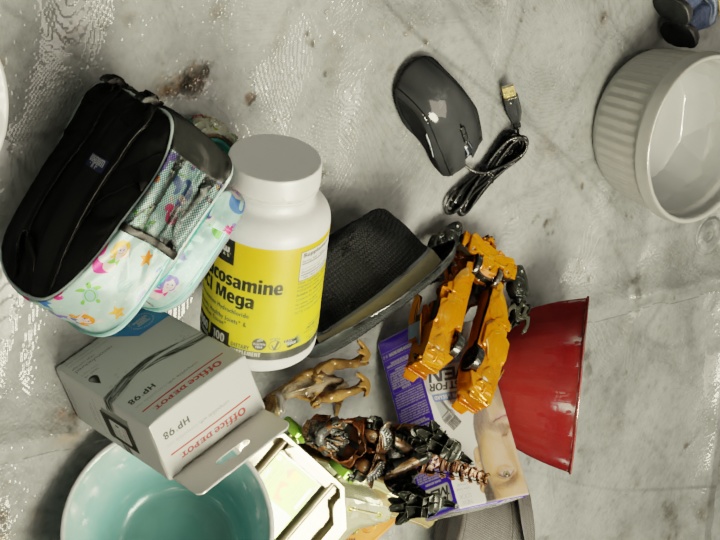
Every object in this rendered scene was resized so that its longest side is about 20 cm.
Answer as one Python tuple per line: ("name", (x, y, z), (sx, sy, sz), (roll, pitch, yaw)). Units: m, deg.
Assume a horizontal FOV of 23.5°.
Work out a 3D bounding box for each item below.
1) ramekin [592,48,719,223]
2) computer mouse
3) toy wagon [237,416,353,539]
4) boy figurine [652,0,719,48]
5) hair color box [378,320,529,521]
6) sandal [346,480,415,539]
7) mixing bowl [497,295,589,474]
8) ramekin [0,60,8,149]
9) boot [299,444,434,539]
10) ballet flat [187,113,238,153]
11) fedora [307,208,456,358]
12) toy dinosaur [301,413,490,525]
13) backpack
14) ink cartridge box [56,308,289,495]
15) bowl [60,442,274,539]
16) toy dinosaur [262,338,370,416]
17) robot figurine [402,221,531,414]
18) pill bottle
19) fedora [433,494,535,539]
("ramekin", (0.361, -0.164, 2.015), (0.199, 0.105, 0.202), (-17, 118, -36))
("computer mouse", (0.120, -0.161, 1.836), (0.140, 0.046, 0.201), (-44, 131, -19))
("toy wagon", (-0.105, 0.221, 1.756), (0.200, 0.040, 0.155), (42, 87, -16))
("boy figurine", (0.433, -0.338, 2.041), (0.200, 0.064, 0.125), (-36, 125, -23))
("hair color box", (0.100, 0.159, 1.864), (0.109, 0.065, 0.201), (-5, 75, -41))
("sandal", (0.049, 0.258, 1.930), (0.207, 0.059, 0.079), (-47, 132, -18))
("mixing bowl", (0.196, 0.123, 1.949), (0.200, 0.108, 0.202), (6, 90, -82))
("ramekin", (-0.384, -0.128, 1.355), (0.201, 0.094, 0.204), (-17, 118, -36))
("boot", (-0.024, 0.281, 1.846), (0.199, 0.072, 0.156), (22, 92, -25))
("ballet flat", (-0.111, -0.074, 1.647), (0.075, 0.064, 0.201), (-28, 128, 1))
("fedora", (0.000, 0.000, 1.739), (0.200, 0.200, 0.092), (-38, 97, -25))
("toy dinosaur", (0.044, 0.182, 1.737), (0.199, 0.136, 0.103), (-6, 103, -24))
("backpack", (-0.211, -0.044, 1.492), (0.150, 0.177, 0.200), (41, 82, -39))
("ink cartridge box", (-0.171, 0.113, 1.573), (0.116, 0.199, 0.067), (-36, 127, -26))
("bowl", (-0.179, 0.257, 1.652), (0.201, 0.200, 0.105), (-51, 168, -14))
("toy dinosaur", (-0.034, 0.113, 1.757), (0.200, 0.106, 0.061), (5, 68, -62))
("robot figurine", (0.111, 0.045, 1.846), (0.145, 0.058, 0.201), (34, 50, -21))
("pill bottle", (-0.087, -0.018, 1.584), (0.112, 0.112, 0.201), (-20, 132, -35))
("fedora", (0.136, 0.323, 1.991), (0.090, 0.177, 0.201), (2, 117, -12))
